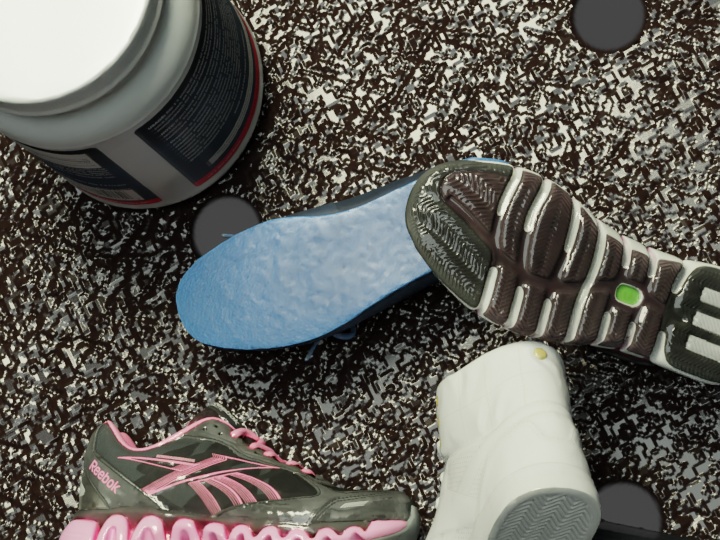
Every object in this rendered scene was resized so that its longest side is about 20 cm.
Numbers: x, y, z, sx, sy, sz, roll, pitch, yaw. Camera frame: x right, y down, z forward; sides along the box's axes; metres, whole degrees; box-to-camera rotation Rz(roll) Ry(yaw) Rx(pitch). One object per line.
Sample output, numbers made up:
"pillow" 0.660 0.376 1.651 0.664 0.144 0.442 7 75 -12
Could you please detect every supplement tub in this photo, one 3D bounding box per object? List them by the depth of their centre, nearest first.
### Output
"supplement tub" -0.139 -0.121 1.086 0.139 0.200 0.142 -2 78 11

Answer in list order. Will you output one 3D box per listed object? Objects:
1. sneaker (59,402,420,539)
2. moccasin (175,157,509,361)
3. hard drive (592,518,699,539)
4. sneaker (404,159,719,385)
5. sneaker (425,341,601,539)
"sneaker" -0.065 0.116 1.094 0.198 0.079 0.096 -1 67 11
"moccasin" 0.000 0.000 1.102 0.198 0.068 0.081 -16 83 10
"hard drive" 0.140 0.232 1.022 0.134 0.042 0.202 9 81 28
"sneaker" 0.102 0.008 1.044 0.199 0.115 0.076 25 83 -12
"sneaker" 0.062 0.124 1.037 0.073 0.201 0.116 12 46 -19
